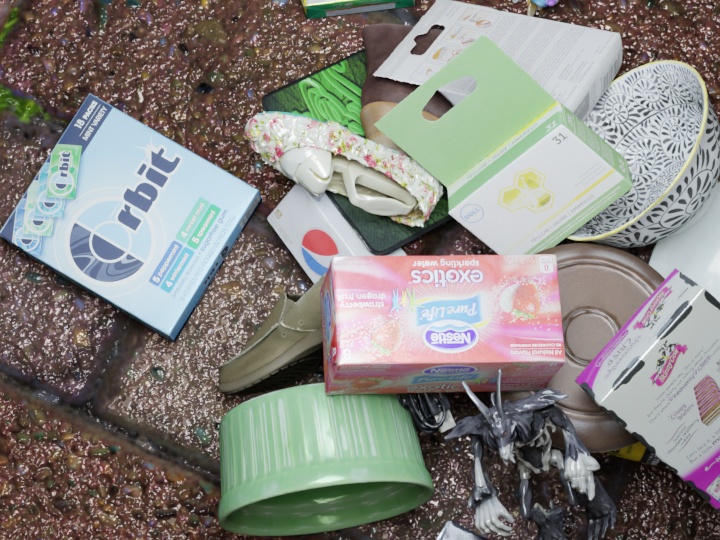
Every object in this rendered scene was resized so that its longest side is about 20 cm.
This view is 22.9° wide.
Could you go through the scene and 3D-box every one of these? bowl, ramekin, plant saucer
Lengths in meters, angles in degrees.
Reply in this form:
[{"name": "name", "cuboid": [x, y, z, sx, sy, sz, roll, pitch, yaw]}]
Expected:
[{"name": "bowl", "cuboid": [0.380, 0.011, 1.682, 0.201, 0.090, 0.201, -22, 47, 26]}, {"name": "bowl", "cuboid": [0.279, -0.092, 1.704, 0.094, 0.201, 0.201, 36, 79, -29]}, {"name": "ramekin", "cuboid": [-0.037, 0.172, 1.629, 0.200, 0.200, 0.098, -9, 71, 0]}, {"name": "plant saucer", "cuboid": [0.207, 0.065, 1.617, 0.200, 0.032, 0.201, 0, 70, -1]}]

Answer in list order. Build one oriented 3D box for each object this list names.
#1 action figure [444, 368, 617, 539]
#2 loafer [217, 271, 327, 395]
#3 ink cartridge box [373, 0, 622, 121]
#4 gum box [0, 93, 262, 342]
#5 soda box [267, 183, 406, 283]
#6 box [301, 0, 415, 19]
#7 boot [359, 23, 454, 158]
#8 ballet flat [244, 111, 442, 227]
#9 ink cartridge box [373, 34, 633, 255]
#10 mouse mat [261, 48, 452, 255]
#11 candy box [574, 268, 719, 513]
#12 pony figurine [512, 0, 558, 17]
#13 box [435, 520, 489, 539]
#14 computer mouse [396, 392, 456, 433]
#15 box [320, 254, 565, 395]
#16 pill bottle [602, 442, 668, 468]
[{"name": "action figure", "cuboid": [0.153, 0.176, 1.543, 0.119, 0.200, 0.102, -26, 39, 16]}, {"name": "loafer", "cuboid": [-0.059, 0.056, 1.688, 0.200, 0.076, 0.068, -31, 73, 22]}, {"name": "ink cartridge box", "cuboid": [0.136, -0.194, 1.736, 0.200, 0.050, 0.161, 13, 41, 24]}, {"name": "gum box", "cuboid": [-0.226, -0.053, 1.754, 0.200, 0.045, 0.170, 30, 81, 8]}, {"name": "soda box", "cuboid": [0.000, 0.000, 1.715, 0.064, 0.068, 0.200, -25, 74, -46]}, {"name": "box", "cuboid": [-0.013, -0.363, 1.813, 0.117, 0.048, 0.200, -6, 81, 0]}, {"name": "boot", "cuboid": [0.098, -0.171, 1.751, 0.200, 0.072, 0.167, 4, 58, -9]}, {"name": "ballet flat", "cuboid": [-0.014, -0.093, 1.663, 0.200, 0.076, 0.064, 17, 49, -13]}, {"name": "ink cartridge box", "cuboid": [0.132, -0.104, 1.633, 0.200, 0.048, 0.145, 37, 121, -28]}, {"name": "mouse mat", "cuboid": [0.014, -0.120, 1.743, 0.161, 0.008, 0.200, -30, 76, -35]}, {"name": "candy box", "cuboid": [0.305, 0.114, 1.563, 0.200, 0.061, 0.136, 41, 93, -24]}, {"name": "pony figurine", "cuboid": [0.239, -0.355, 1.768, 0.193, 0.166, 0.200, -2, 80, 34]}, {"name": "box", "cuboid": [0.142, 0.320, 1.615, 0.200, 0.148, 0.104, 26, 80, 6]}, {"name": "computer mouse", "cuboid": [0.099, 0.060, 1.657, 0.053, 0.200, 0.139, -28, 86, 39]}, {"name": "box", "cuboid": [0.069, 0.048, 1.544, 0.200, 0.095, 0.103, 0, 71, -8]}, {"name": "pill bottle", "cuboid": [0.267, 0.124, 1.671, 0.200, 0.111, 0.112, 13, 79, 5]}]
